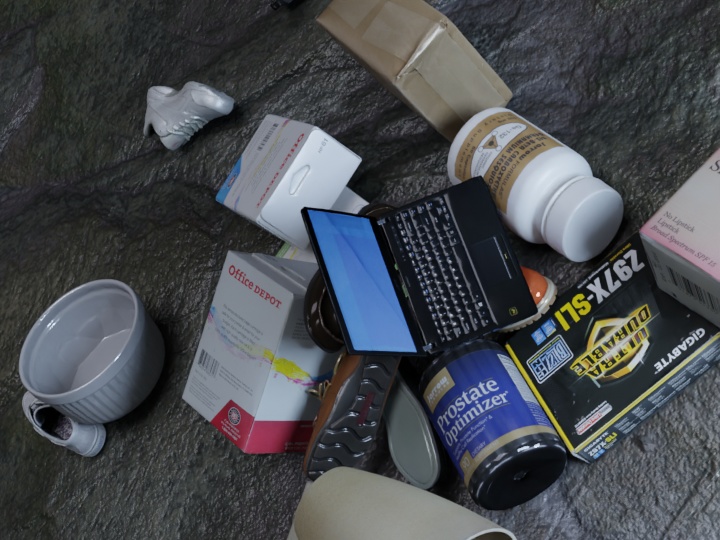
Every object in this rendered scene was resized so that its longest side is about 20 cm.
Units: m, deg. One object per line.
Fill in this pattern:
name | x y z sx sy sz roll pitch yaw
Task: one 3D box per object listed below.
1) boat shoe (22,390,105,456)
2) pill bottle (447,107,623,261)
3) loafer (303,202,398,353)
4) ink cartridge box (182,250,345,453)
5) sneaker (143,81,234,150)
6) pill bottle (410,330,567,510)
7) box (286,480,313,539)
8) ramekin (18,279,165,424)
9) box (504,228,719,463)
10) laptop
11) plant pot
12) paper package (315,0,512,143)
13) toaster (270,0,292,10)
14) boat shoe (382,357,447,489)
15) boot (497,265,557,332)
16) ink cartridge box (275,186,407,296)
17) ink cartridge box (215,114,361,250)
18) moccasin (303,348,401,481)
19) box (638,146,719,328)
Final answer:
boat shoe | -0.454 0.216 1.742 0.200 0.068 0.072 31 89 44
pill bottle | 0.199 -0.096 1.344 0.115 0.114 0.200 -52 46 5
loafer | 0.000 0.000 1.332 0.071 0.073 0.201 -16 44 53
ink cartridge box | -0.097 0.097 1.427 0.145 0.144 0.201 32 108 44
sneaker | -0.268 -0.234 1.834 0.199 0.078 0.100 2 76 49
pill bottle | 0.130 0.147 1.273 0.112 0.112 0.201 -41 49 14
box | -0.049 0.350 1.344 0.082 0.068 0.201 11 74 41
ramekin | -0.372 0.122 1.674 0.199 0.105 0.201 -17 46 18
box | 0.269 0.078 1.242 0.200 0.049 0.160 -42 46 15
laptop | 0.063 -0.011 1.252 0.199 0.103 0.178 -21 67 4
plant pot | 0.029 0.292 1.215 0.199 0.187 0.188 32 89 38
paper package | 0.069 -0.267 1.485 0.104 0.190 0.200 -48 47 5
toaster | -0.111 -0.504 1.812 0.129 0.114 0.201 -33 49 18
boat shoe | 0.060 0.164 1.357 0.076 0.060 0.201 -52 45 32
boot | 0.127 0.007 1.331 0.199 0.107 0.075 9 59 50
ink cartridge box | -0.013 -0.015 1.522 0.146 0.048 0.200 -54 44 2
ink cartridge box | -0.100 -0.121 1.577 0.145 0.084 0.200 -58 24 -2
moccasin | -0.015 0.147 1.351 0.078 0.073 0.203 -140 66 -66
box | 0.387 -0.049 1.137 0.200 0.109 0.128 -45 49 -7
